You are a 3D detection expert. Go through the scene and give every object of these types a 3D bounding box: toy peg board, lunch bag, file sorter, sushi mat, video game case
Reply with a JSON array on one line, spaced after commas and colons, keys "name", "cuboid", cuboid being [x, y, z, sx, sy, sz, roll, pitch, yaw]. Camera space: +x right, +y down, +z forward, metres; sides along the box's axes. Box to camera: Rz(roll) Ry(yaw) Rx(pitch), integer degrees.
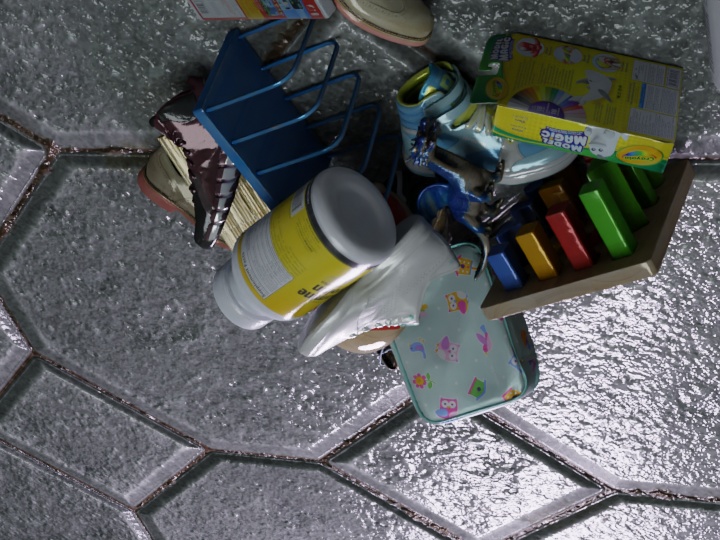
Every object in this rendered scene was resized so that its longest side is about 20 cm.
[{"name": "toy peg board", "cuboid": [0.222, -0.064, 1.269, 0.198, 0.200, 0.098, -18, 114, 37]}, {"name": "lunch bag", "cuboid": [0.108, 0.070, 1.409, 0.160, 0.077, 0.201, -22, 83, 25]}, {"name": "file sorter", "cuboid": [-0.059, -0.159, 1.304, 0.122, 0.139, 0.200, -16, 130, 30]}, {"name": "sushi mat", "cuboid": [-0.150, -0.101, 1.447, 0.095, 0.012, 0.200, -28, 116, 7]}, {"name": "video game case", "cuboid": [-0.129, -0.307, 1.197, 0.199, 0.017, 0.143, 11, 145, 43]}]

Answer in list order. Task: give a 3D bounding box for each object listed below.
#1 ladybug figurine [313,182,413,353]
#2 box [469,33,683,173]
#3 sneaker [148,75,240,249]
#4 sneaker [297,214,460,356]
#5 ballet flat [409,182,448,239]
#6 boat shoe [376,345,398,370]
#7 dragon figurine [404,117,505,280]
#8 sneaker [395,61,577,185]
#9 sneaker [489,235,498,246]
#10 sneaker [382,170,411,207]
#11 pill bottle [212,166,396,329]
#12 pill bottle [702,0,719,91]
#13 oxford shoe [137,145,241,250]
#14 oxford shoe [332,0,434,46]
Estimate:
[{"name": "ladybug figurine", "cuboid": [0.000, 0.000, 1.367, 0.135, 0.072, 0.201, 11, 103, 21]}, {"name": "box", "cuboid": [0.212, -0.169, 1.199, 0.199, 0.118, 0.049, 15, 140, 5]}, {"name": "sneaker", "cuboid": [-0.192, -0.130, 1.389, 0.115, 0.076, 0.201, 16, 106, -5]}, {"name": "sneaker", "cuboid": [0.021, 0.037, 1.296, 0.088, 0.075, 0.200, 43, 106, -15]}, {"name": "ballet flat", "cuboid": [0.066, -0.041, 1.462, 0.065, 0.071, 0.200, 4, 151, -28]}, {"name": "boat shoe", "cuboid": [0.053, 0.090, 1.598, 0.199, 0.073, 0.072, 19, 141, 0]}, {"name": "dragon figurine", "cuboid": [0.098, -0.079, 1.285, 0.099, 0.059, 0.200, 15, 146, 17]}, {"name": "sneaker", "cuboid": [0.126, -0.160, 1.274, 0.199, 0.080, 0.131, 0, 139, 20]}, {"name": "sneaker", "cuboid": [0.160, 0.017, 1.483, 0.200, 0.105, 0.076, -39, 75, 19]}, {"name": "sneaker", "cuboid": [-0.015, -0.040, 1.428, 0.083, 0.072, 0.200, 27, 114, -17]}, {"name": "pill bottle", "cuboid": [-0.065, -0.015, 1.274, 0.112, 0.112, 0.200, 38, 131, -22]}, {"name": "pill bottle", "cuboid": [0.367, -0.218, 1.084, 0.113, 0.114, 0.200, -1, 137, 22]}, {"name": "oxford shoe", "cuboid": [-0.174, -0.086, 1.487, 0.199, 0.071, 0.075, 27, 134, -14]}, {"name": "oxford shoe", "cuboid": [0.002, -0.294, 1.174, 0.200, 0.071, 0.074, 34, 136, -19]}]
